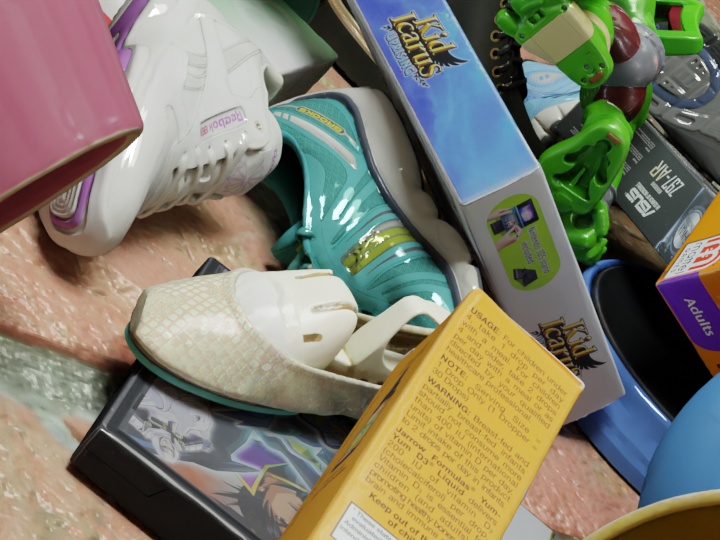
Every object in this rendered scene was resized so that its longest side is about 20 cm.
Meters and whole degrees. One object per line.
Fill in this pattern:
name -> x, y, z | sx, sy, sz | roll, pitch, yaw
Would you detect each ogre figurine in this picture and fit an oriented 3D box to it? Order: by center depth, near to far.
ogre figurine -> 0.128, -0.114, 1.332 | 0.200, 0.098, 0.120 | 67, 30, -24

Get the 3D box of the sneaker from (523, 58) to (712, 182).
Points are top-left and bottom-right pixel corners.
sneaker -> 0.163, -0.095, 1.568 | 0.200, 0.078, 0.090 | 14, 33, -48

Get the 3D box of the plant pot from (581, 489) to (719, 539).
plant pot -> 0.151, 0.176, 0.967 | 0.200, 0.200, 0.142 | 44, 8, 6

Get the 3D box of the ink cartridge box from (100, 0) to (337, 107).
ink cartridge box -> -0.116, -0.136, 1.247 | 0.161, 0.050, 0.200 | 46, 22, 9

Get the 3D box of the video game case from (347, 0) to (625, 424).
video game case -> 0.058, -0.049, 1.257 | 0.181, 0.045, 0.200 | 65, 0, -48

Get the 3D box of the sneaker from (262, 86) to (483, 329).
sneaker -> 0.000, 0.000, 1.184 | 0.080, 0.078, 0.200 | -10, 55, -25

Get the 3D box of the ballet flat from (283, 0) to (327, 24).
ballet flat -> -0.027, -0.189, 1.315 | 0.071, 0.200, 0.071 | 4, 73, -14

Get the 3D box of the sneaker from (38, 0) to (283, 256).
sneaker -> -0.080, -0.063, 1.119 | 0.100, 0.075, 0.200 | 36, 33, -12

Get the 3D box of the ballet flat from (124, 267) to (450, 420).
ballet flat -> -0.009, 0.028, 1.046 | 0.200, 0.062, 0.067 | 18, 32, -42

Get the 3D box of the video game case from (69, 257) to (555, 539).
video game case -> -0.011, 0.095, 1.035 | 0.200, 0.026, 0.181 | 39, 24, -6

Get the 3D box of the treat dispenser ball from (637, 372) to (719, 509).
treat dispenser ball -> 0.223, 0.124, 1.125 | 0.201, 0.201, 0.201 | 34, 25, -18

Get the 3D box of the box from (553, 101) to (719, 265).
box -> 0.204, -0.011, 1.422 | 0.160, 0.044, 0.200 | 41, 10, -30

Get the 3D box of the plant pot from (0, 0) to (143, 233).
plant pot -> -0.180, -0.095, 0.924 | 0.179, 0.200, 0.200 | 58, 24, -1

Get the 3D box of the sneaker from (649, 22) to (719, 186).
sneaker -> 0.234, -0.067, 1.454 | 0.200, 0.074, 0.087 | 50, 3, 21

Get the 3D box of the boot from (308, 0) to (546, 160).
boot -> 0.082, -0.123, 1.410 | 0.200, 0.138, 0.077 | 43, 22, 0

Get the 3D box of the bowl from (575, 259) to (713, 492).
bowl -> 0.182, 0.073, 1.353 | 0.201, 0.039, 0.201 | 34, 25, -18

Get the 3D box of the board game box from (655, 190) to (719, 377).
board game box -> 0.311, 0.007, 1.262 | 0.200, 0.200, 0.200 | 55, 48, -18

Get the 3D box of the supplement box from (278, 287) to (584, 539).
supplement box -> 0.014, 0.097, 0.942 | 0.069, 0.067, 0.200 | 38, 45, -6
